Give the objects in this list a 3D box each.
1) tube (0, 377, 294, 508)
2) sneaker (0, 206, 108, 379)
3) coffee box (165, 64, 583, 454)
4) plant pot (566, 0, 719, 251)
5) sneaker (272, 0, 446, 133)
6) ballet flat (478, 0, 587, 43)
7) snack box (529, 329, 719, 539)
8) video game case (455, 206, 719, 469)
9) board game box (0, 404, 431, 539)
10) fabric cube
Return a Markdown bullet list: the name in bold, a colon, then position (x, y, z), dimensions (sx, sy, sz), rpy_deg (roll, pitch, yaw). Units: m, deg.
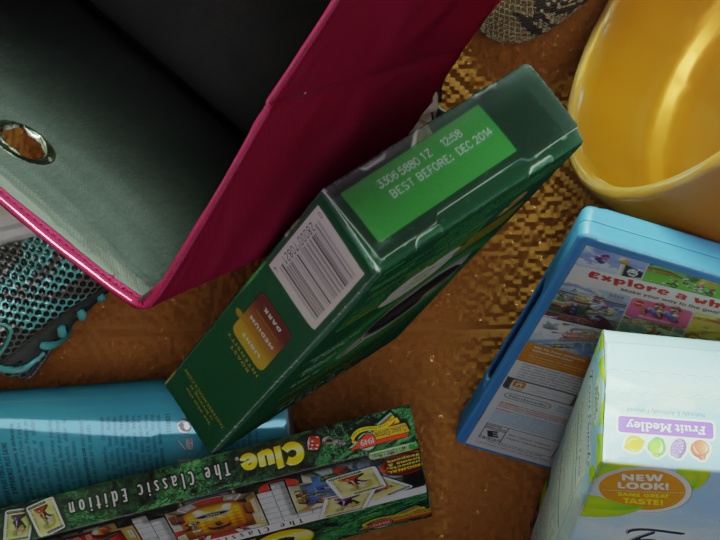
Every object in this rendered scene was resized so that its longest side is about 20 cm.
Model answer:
- **tube**: position (-0.130, 0.080, 1.019), dimensions (0.198, 0.051, 0.078), rpy_deg (-5, 122, -1)
- **sneaker**: position (-0.148, 0.003, 1.001), dimensions (0.198, 0.078, 0.092), rpy_deg (-9, 109, 6)
- **coffee box**: position (0.000, 0.000, 0.922), dimensions (0.123, 0.200, 0.044), rpy_deg (-33, 81, -32)
- **plant pot**: position (0.222, -0.068, 0.951), dimensions (0.183, 0.200, 0.201), rpy_deg (34, 96, -23)
- **sneaker**: position (-0.010, -0.128, 0.983), dimensions (0.080, 0.075, 0.202), rpy_deg (-8, 99, 8)
- **ballet flat**: position (0.117, -0.185, 0.974), dimensions (0.068, 0.075, 0.200), rpy_deg (40, 96, -9)
- **snack box**: position (0.169, 0.107, 0.964), dimensions (0.167, 0.201, 0.068), rpy_deg (5, 58, -2)
- **video game case**: position (0.135, 0.047, 0.968), dimensions (0.142, 0.200, 0.018), rpy_deg (17, 59, -5)
- **board game box**: position (-0.067, 0.112, 1.004), dimensions (0.198, 0.105, 0.024), rpy_deg (-14, 67, 0)
- **fabric cube**: position (-0.064, -0.134, 0.864), dimensions (0.196, 0.199, 0.201), rpy_deg (39, 113, 12)
